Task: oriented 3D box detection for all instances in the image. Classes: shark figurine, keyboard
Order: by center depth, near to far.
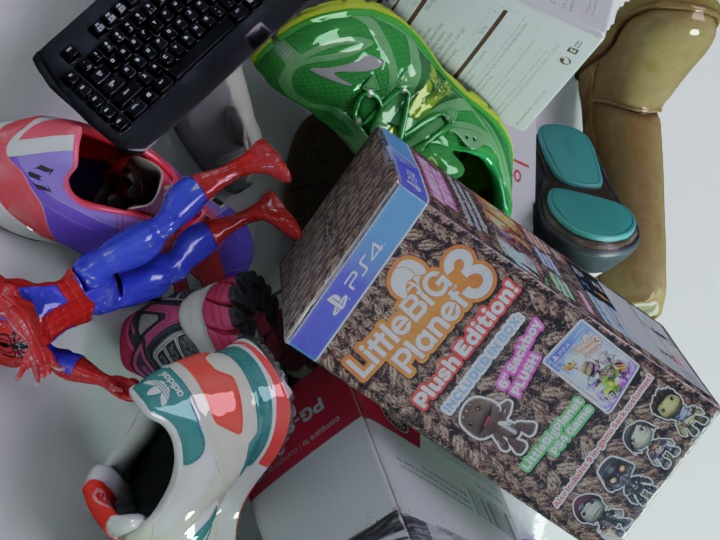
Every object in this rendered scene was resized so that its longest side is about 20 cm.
[{"bbox_3d":[-0.085,-0.153,1.094,0.104,0.040,0.200,38,59,7],"label":"keyboard"},{"bbox_3d":[-0.104,-0.130,1.161,0.128,0.089,0.216,-92,173,-73],"label":"shark figurine"}]

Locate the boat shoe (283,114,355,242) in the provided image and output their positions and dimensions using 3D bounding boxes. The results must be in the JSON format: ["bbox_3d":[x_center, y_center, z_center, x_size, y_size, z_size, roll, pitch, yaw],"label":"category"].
[{"bbox_3d":[0.000,0.000,1.274,0.072,0.072,0.201,81,-5,-62],"label":"boat shoe"}]

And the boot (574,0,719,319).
[{"bbox_3d":[0.195,-0.071,1.485,0.066,0.175,0.202,6,74,-13],"label":"boot"}]

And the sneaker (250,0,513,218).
[{"bbox_3d":[0.024,-0.083,1.211,0.199,0.074,0.084,30,31,-38],"label":"sneaker"}]

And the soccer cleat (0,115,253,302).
[{"bbox_3d":[-0.111,-0.030,1.129,0.200,0.073,0.069,25,65,-49],"label":"soccer cleat"}]

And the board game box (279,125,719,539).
[{"bbox_3d":[0.066,0.032,1.122,0.199,0.097,0.160,35,9,-9],"label":"board game box"}]

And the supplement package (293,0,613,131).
[{"bbox_3d":[0.040,-0.190,1.248,0.199,0.120,0.122,23,61,-10],"label":"supplement package"}]

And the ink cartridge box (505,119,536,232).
[{"bbox_3d":[0.054,-0.106,1.370,0.116,0.067,0.202,17,70,-50],"label":"ink cartridge box"}]

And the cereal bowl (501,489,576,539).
[{"bbox_3d":[0.122,0.115,1.345,0.200,0.083,0.201,-54,156,-39],"label":"cereal bowl"}]

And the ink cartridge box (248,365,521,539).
[{"bbox_3d":[0.028,0.163,1.100,0.145,0.083,0.201,37,23,-45],"label":"ink cartridge box"}]

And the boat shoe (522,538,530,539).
[{"bbox_3d":[0.051,0.243,1.241,0.084,0.069,0.201,35,90,-40],"label":"boat shoe"}]

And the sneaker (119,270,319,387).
[{"bbox_3d":[-0.062,0.064,1.185,0.200,0.074,0.081,58,25,-52],"label":"sneaker"}]

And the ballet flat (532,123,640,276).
[{"bbox_3d":[0.139,-0.031,1.424,0.200,0.073,0.073,-98,163,-65],"label":"ballet flat"}]

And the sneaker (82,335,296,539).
[{"bbox_3d":[-0.103,0.122,1.074,0.093,0.070,0.201,-9,132,-40],"label":"sneaker"}]

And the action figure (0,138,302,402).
[{"bbox_3d":[-0.111,0.018,1.053,0.199,0.099,0.066,-26,137,-15],"label":"action figure"}]
